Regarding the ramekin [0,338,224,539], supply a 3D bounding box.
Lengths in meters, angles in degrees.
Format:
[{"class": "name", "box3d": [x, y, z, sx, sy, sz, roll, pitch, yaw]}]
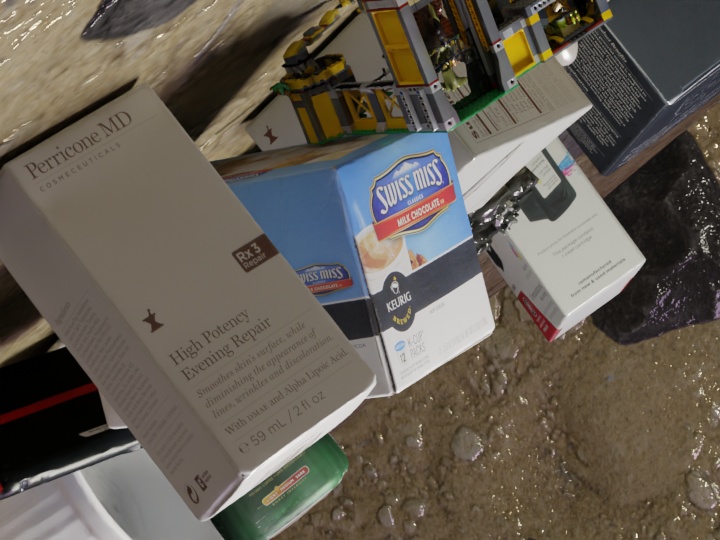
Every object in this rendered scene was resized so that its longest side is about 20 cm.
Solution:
[{"class": "ramekin", "box3d": [-0.181, 0.148, 1.740, 0.098, 0.201, 0.200, -32, 176, 24]}]

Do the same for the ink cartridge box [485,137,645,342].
[{"class": "ink cartridge box", "box3d": [0.136, -0.054, 2.040, 0.083, 0.200, 0.146, -35, 172, -7]}]

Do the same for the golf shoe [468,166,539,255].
[{"class": "golf shoe", "box3d": [0.038, -0.042, 1.725, 0.200, 0.094, 0.078, -31, 160, -55]}]

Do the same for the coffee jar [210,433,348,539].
[{"class": "coffee jar", "box3d": [-0.104, 0.087, 1.709, 0.104, 0.200, 0.085, -38, -172, -6]}]

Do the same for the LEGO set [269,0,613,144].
[{"class": "LEGO set", "box3d": [0.039, -0.159, 1.375, 0.200, 0.116, 0.154, -31, -160, -24]}]

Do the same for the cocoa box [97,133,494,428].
[{"class": "cocoa box", "box3d": [-0.049, 0.001, 1.418, 0.199, 0.132, 0.133, -9, -170, 32]}]

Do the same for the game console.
[{"class": "game console", "box3d": [-0.187, 0.092, 1.513, 0.199, 0.031, 0.176, -20, -159, -38]}]

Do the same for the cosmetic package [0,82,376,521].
[{"class": "cosmetic package", "box3d": [-0.095, 0.015, 1.264, 0.102, 0.200, 0.074, -34, 173, -33]}]

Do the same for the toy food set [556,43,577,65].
[{"class": "toy food set", "box3d": [0.086, -0.135, 1.828, 0.200, 0.060, 0.143, -44, 172, 34]}]

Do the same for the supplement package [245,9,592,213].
[{"class": "supplement package", "box3d": [0.041, -0.098, 1.589, 0.117, 0.117, 0.200, -41, 172, 29]}]

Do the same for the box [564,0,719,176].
[{"class": "box", "box3d": [0.262, -0.191, 2.190, 0.148, 0.107, 0.200, -36, 173, -19]}]
